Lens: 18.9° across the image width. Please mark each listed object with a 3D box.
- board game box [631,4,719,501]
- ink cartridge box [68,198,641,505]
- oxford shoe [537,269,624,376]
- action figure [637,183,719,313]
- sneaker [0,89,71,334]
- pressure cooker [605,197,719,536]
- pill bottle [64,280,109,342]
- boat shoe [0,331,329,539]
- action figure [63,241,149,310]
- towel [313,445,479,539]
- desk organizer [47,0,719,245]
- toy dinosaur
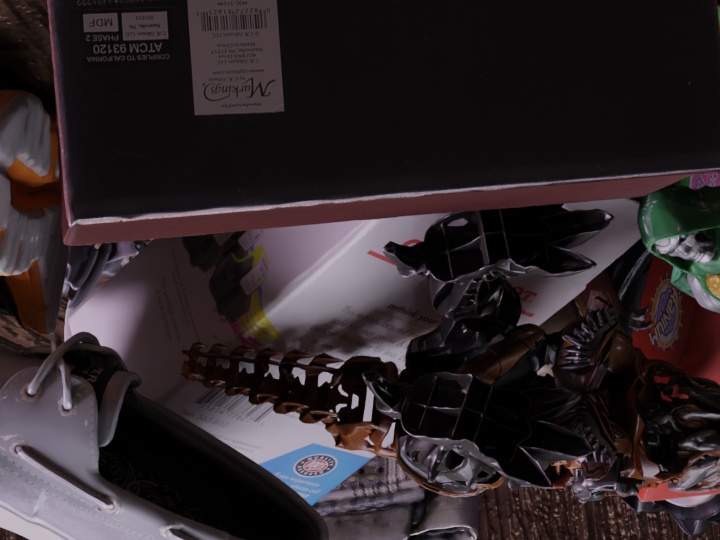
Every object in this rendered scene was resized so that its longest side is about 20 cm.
[{"bbox_3d":[0.185,-0.006,0.805,0.152,0.040,0.201,-5,129,-17],"label":"board game box"},{"bbox_3d":[0.000,0.000,0.813,0.200,0.068,0.115,-40,142,27],"label":"ink cartridge box"},{"bbox_3d":[0.054,0.045,0.938,0.074,0.071,0.200,-22,162,-15],"label":"oxford shoe"},{"bbox_3d":[0.181,0.011,0.744,0.199,0.055,0.118,19,133,-15],"label":"action figure"},{"bbox_3d":[-0.140,-0.027,0.752,0.076,0.079,0.200,7,169,2],"label":"sneaker"},{"bbox_3d":[0.188,0.021,0.969,0.198,0.178,0.179,-8,172,-20],"label":"pressure cooker"},{"bbox_3d":[-0.047,0.036,1.121,0.198,0.114,0.113,-9,172,10],"label":"pill bottle"},{"bbox_3d":[-0.098,0.057,0.759,0.200,0.070,0.072,34,122,-11],"label":"boat shoe"},{"bbox_3d":[-0.173,0.000,0.917,0.199,0.070,0.130,-5,168,-34],"label":"action figure"},{"bbox_3d":[-0.028,0.070,1.177,0.191,0.201,0.035,-7,140,8],"label":"towel"},{"bbox_3d":[0.005,-0.052,0.660,0.198,0.072,0.077,-5,175,-12],"label":"desk organizer"},{"bbox_3d":[0.043,0.048,0.753,0.198,0.103,0.136,-14,158,-7],"label":"toy dinosaur"}]
